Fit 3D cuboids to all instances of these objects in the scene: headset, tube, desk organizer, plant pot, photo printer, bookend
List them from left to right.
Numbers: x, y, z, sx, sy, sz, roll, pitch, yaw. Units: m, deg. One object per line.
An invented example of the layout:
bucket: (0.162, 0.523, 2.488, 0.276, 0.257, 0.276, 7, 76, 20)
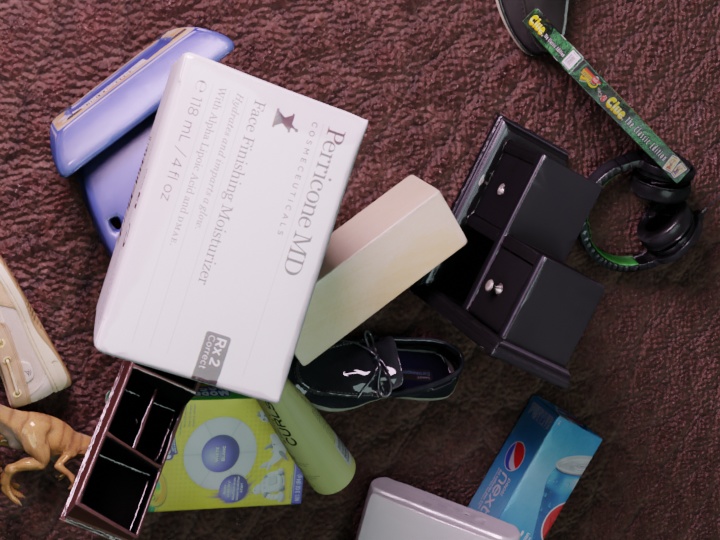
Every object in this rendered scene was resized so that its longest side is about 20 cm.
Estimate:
desk organizer: (-0.194, 0.135, 1.143, 0.071, 0.077, 0.202, 23, 65, -12)
plant pot: (-0.154, -0.092, 1.087, 0.199, 0.200, 0.181, -38, 108, -6)
tube: (-0.067, 0.133, 1.194, 0.057, 0.052, 0.201, -8, 135, 23)
photo printer: (0.062, 0.336, 1.323, 0.164, 0.069, 0.203, 19, 102, 15)
bookend: (0.161, -0.023, 1.218, 0.091, 0.200, 0.201, 24, 98, -25)
headset: (0.318, -0.076, 1.344, 0.197, 0.094, 0.125, -15, 116, 1)

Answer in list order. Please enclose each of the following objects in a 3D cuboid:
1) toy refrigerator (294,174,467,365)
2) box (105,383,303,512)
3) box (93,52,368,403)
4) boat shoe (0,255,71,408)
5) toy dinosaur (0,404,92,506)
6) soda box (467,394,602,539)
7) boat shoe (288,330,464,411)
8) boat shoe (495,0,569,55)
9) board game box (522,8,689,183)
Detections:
toy refrigerator: (0.000, 0.000, 1.233, 0.199, 0.076, 0.070, -36, 115, -7)
box: (-0.151, 0.170, 1.245, 0.197, 0.048, 0.119, 1, 105, -19)
box: (-0.098, -0.035, 0.907, 0.129, 0.200, 0.202, 17, 93, -13)
boat shoe: (-0.327, 0.037, 1.123, 0.069, 0.074, 0.202, -32, 115, -15)
toy dinosaur: (-0.304, 0.148, 1.159, 0.106, 0.061, 0.199, -46, 131, 11)
soda box: (0.173, 0.242, 1.377, 0.067, 0.064, 0.202, 28, 96, -25)
boat shoe: (0.015, 0.096, 1.261, 0.197, 0.062, 0.076, 2, 62, -25)
boat shoe: (0.169, -0.301, 1.213, 0.073, 0.063, 0.204, -15, 113, -20)
board game box: (0.238, -0.166, 1.232, 0.023, 0.105, 0.199, -42, 131, 15)
